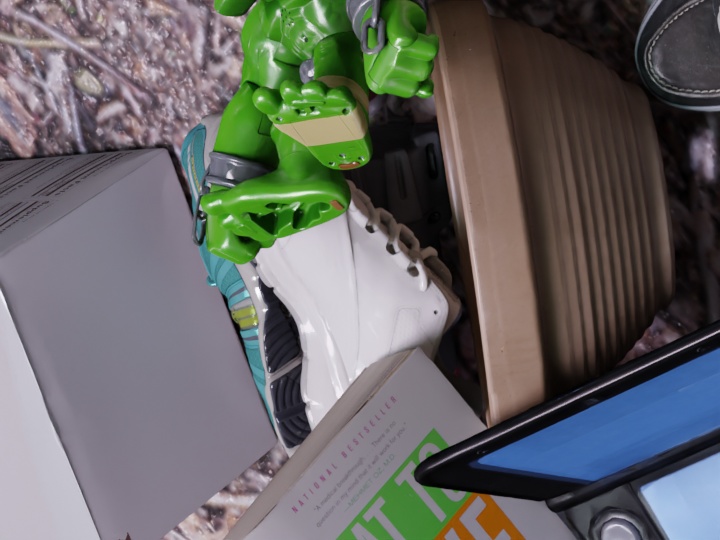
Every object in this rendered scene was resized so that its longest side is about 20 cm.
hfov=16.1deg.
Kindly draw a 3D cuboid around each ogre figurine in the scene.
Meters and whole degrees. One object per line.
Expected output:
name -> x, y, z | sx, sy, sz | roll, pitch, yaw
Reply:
ogre figurine -> -0.019, -0.091, 1.101 | 0.097, 0.121, 0.200 | 6, 152, -2

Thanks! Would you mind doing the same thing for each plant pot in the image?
plant pot -> 0.088, -0.027, 1.142 | 0.092, 0.201, 0.202 | -8, 117, 2

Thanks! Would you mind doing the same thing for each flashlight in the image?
flashlight -> 0.014, 0.023, 1.295 | 0.068, 0.068, 0.201 | 17, 128, 43

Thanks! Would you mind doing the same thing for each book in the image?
book -> 0.040, 0.155, 1.170 | 0.200, 0.134, 0.048 | 49, 147, -11

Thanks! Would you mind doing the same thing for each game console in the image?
game console -> 0.157, 0.102, 1.096 | 0.199, 0.116, 0.176 | -27, 98, 34

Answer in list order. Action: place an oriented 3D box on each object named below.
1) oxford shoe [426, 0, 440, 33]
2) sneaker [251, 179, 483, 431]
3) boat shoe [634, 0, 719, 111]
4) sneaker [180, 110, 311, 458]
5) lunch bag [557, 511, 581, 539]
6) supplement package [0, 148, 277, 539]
oxford shoe -> -0.003, -0.165, 1.139 | 0.074, 0.071, 0.200 | 47, 171, 44
sneaker -> 0.000, 0.000, 1.223 | 0.087, 0.075, 0.201 | -14, 112, 17
boat shoe -> 0.178, -0.110, 1.053 | 0.200, 0.071, 0.072 | -25, 99, 48
sneaker -> -0.042, 0.009, 1.348 | 0.080, 0.077, 0.201 | 11, 121, 60
lunch bag -> 0.149, 0.151, 1.250 | 0.200, 0.075, 0.160 | 54, 139, 0
supplement package -> -0.188, 0.049, 1.434 | 0.199, 0.147, 0.192 | -1, 115, 42
